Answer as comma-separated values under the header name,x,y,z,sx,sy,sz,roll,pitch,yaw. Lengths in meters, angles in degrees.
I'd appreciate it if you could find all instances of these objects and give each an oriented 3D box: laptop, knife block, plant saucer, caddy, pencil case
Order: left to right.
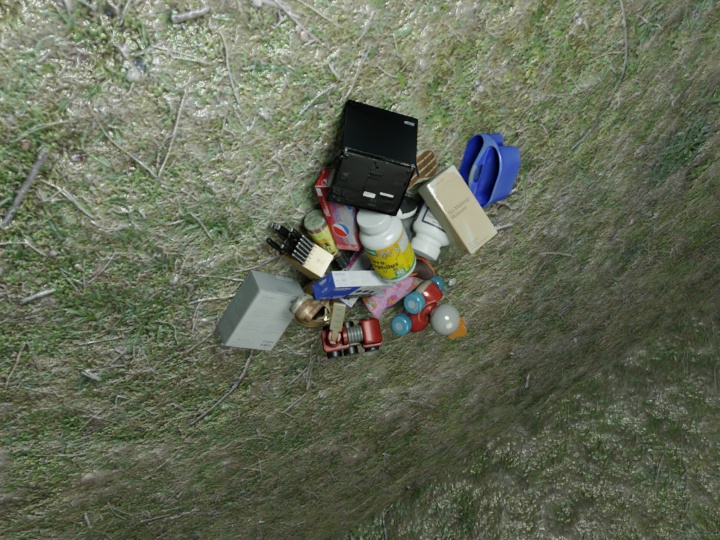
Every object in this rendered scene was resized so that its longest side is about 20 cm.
name,x,y,z,sx,sy,sz,roll,pitch,yaw
knife block,-0.159,-0.049,1.430,0.065,0.174,0.200,-59,-174,-10
plant saucer,-0.106,0.075,1.619,0.197,0.036,0.203,-20,139,-18
laptop,0.027,-0.247,1.281,0.174,0.104,0.203,10,124,-17
pencil case,0.094,0.053,1.706,0.199,0.088,0.087,-40,141,8
caddy,0.326,-0.261,1.495,0.103,0.142,0.203,-15,137,-26

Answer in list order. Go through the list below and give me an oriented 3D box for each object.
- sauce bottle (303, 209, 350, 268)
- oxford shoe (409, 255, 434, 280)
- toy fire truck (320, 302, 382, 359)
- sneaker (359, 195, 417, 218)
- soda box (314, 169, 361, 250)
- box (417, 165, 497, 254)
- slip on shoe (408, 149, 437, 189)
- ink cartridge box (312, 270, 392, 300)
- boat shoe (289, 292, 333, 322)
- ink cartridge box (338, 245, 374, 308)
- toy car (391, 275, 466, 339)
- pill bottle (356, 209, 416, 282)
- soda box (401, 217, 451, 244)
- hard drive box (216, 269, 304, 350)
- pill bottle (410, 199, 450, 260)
name,x,y,z,sx,sy,sz,roll,pitch,yaw
sauce bottle,-0.078,-0.073,1.463,0.064,0.065,0.201,-34,140,1
oxford shoe,0.130,-0.003,1.586,0.198,0.074,0.071,23,137,-32
toy fire truck,-0.026,0.164,1.612,0.172,0.131,0.200,-9,167,-6
sneaker,0.077,-0.196,1.439,0.197,0.074,0.113,-3,134,-31
soda box,-0.045,-0.144,1.376,0.062,0.071,0.202,3,137,21
box,0.238,-0.147,1.414,0.094,0.078,0.201,-38,98,-8
slip on shoe,0.125,-0.244,1.404,0.200,0.060,0.077,-42,123,-46
ink cartridge box,-0.019,0.037,1.492,0.197,0.045,0.093,-1,158,-42
boat shoe,-0.116,0.101,1.503,0.076,0.072,0.199,-53,167,18
ink cartridge box,0.000,0.000,1.578,0.202,0.037,0.094,-55,139,-2
toy car,0.229,0.148,1.754,0.184,0.199,0.179,-30,153,-55
pill bottle,0.061,-0.072,1.413,0.112,0.113,0.201,-31,137,-3
soda box,0.201,-0.112,1.621,0.196,0.064,0.069,-10,137,-27
hard drive box,-0.261,0.110,1.513,0.154,0.077,0.201,14,122,-43
pill bottle,0.203,-0.135,1.504,0.110,0.110,0.203,29,85,-48
